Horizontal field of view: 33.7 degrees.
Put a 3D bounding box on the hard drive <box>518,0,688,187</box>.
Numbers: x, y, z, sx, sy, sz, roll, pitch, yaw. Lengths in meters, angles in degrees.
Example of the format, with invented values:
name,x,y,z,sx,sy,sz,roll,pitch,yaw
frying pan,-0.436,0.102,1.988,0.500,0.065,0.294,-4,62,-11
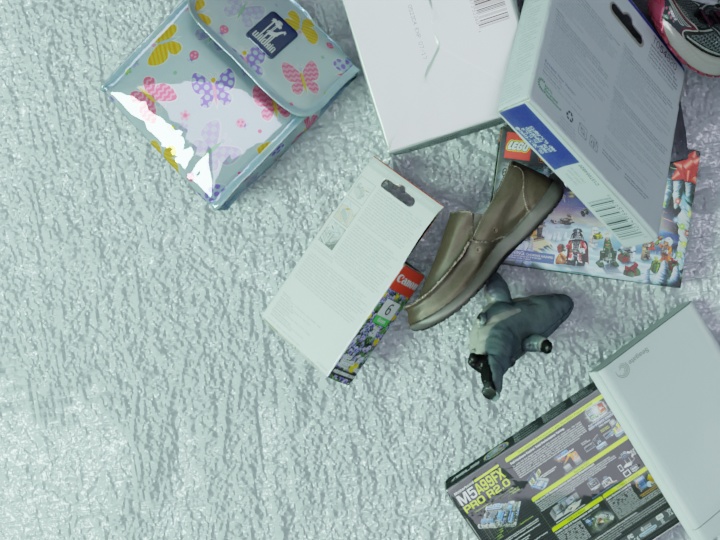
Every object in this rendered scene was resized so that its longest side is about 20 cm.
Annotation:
name,x,y,z,sx,sy,sz,roll,pitch,yaw
hard drive,0.231,-0.188,1.150,0.134,0.042,0.202,-13,85,1

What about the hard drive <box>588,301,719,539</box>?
name,x,y,z,sx,sy,sz,roll,pitch,yaw
hard drive,0.331,0.150,1.182,0.131,0.027,0.201,-33,91,-18

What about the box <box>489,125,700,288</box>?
name,x,y,z,sx,sy,sz,roll,pitch,yaw
box,0.229,-0.064,1.189,0.198,0.040,0.138,7,94,4

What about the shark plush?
name,x,y,z,sx,sy,sz,roll,pitch,yaw
shark plush,0.146,0.059,1.130,0.083,0.200,0.092,5,101,19

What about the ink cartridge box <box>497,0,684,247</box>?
name,x,y,z,sx,sy,sz,roll,pitch,yaw
ink cartridge box,0.207,-0.157,1.038,0.199,0.040,0.201,41,53,-31

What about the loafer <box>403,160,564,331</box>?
name,x,y,z,sx,sy,sz,roll,pitch,yaw
loafer,0.107,-0.026,1.150,0.071,0.073,0.200,43,88,1

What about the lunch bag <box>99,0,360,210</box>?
name,x,y,z,sx,sy,sz,roll,pitch,yaw
lunch bag,-0.125,-0.185,1.164,0.200,0.127,0.170,-43,93,-1

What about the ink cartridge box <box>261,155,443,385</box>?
name,x,y,z,sx,sy,sz,roll,pitch,yaw
ink cartridge box,0.000,0.000,1.182,0.109,0.050,0.201,39,96,34

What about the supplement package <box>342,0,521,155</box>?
name,x,y,z,sx,sy,sz,roll,pitch,yaw
supplement package,0.068,-0.219,1.109,0.146,0.200,0.193,-16,94,4

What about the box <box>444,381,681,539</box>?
name,x,y,z,sx,sy,sz,roll,pitch,yaw
box,0.210,0.230,1.211,0.199,0.044,0.161,-35,91,5

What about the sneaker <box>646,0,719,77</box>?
name,x,y,z,sx,sy,sz,roll,pitch,yaw
sneaker,0.357,-0.226,1.119,0.198,0.081,0.075,12,137,-23
